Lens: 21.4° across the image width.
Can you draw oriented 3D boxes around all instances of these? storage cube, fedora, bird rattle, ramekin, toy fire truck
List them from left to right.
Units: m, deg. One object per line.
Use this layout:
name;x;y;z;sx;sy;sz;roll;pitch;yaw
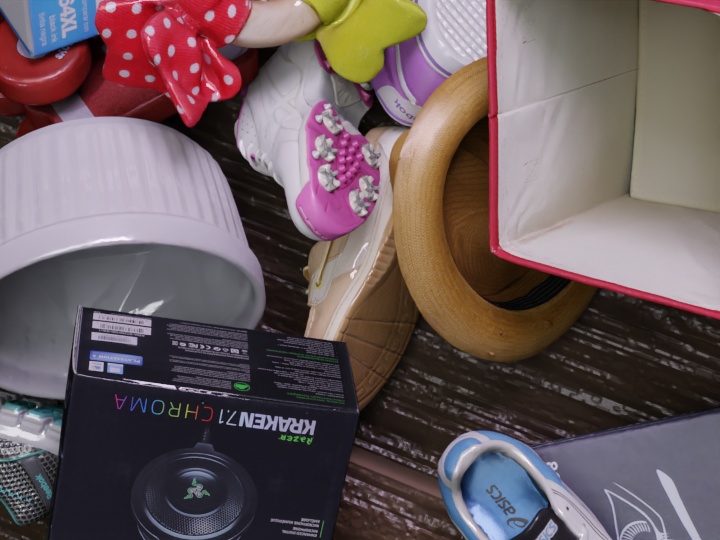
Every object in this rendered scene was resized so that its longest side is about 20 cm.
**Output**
toy fire truck;-0.179;-0.161;1.270;0.167;0.113;0.200;-28;56;-16
ramekin;-0.165;-0.010;1.217;0.198;0.200;0.106;-18;60;11
bird rattle;-0.067;-0.183;1.154;0.198;0.113;0.165;-9;107;-15
fedora;0.078;-0.043;1.192;0.081;0.199;0.203;15;90;49
storage cube;0.193;-0.094;1.093;0.199;0.179;0.173;17;118;42

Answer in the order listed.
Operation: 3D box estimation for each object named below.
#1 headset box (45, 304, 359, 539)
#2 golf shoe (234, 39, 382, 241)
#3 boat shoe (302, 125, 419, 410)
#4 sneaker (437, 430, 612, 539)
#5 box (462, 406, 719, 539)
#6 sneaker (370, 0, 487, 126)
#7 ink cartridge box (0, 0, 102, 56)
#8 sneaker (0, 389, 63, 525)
headset box;-0.105;0.140;1.174;0.172;0.093;0.202;9;114;-9
golf shoe;-0.038;-0.078;1.216;0.091;0.201;0.075;-30;123;22
boat shoe;0.000;0.000;1.244;0.069;0.074;0.202;20;85;40
sneaker;0.120;0.172;1.095;0.200;0.072;0.072;42;95;10
box;0.169;0.169;1.173;0.198;0.104;0.150;-11;84;12
sneaker;0.042;-0.189;1.240;0.072;0.114;0.202;19;58;-17
ink cartridge box;-0.149;-0.237;1.213;0.198;0.085;0.146;-21;52;-21
sneaker;-0.286;0.117;1.301;0.198;0.078;0.092;16;94;15
